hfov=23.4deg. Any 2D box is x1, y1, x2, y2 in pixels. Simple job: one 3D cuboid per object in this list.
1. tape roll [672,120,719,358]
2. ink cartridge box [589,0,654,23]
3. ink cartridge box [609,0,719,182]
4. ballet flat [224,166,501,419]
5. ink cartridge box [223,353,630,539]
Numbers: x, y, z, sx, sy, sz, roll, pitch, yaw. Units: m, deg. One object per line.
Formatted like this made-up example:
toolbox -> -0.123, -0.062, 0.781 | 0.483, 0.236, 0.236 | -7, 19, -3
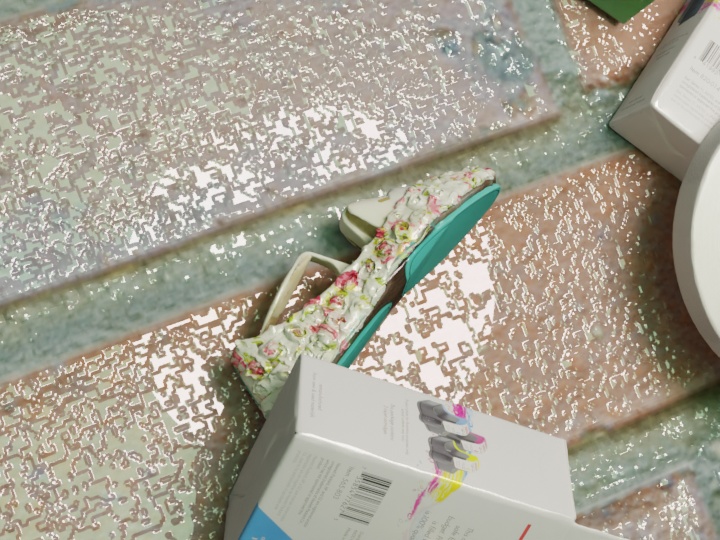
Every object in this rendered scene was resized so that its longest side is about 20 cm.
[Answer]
tape roll -> 0.284, -0.018, 1.022 | 0.202, 0.037, 0.203 | 0, 93, -9
ink cartridge box -> 0.129, -0.273, 1.063 | 0.200, 0.084, 0.145 | 34, 73, -8
ink cartridge box -> 0.260, -0.141, 1.083 | 0.117, 0.067, 0.200 | 37, 76, -8
ballet flat -> 0.000, 0.000, 0.985 | 0.064, 0.076, 0.200 | 38, 68, 10
ink cartridge box -> 0.038, 0.135, 0.942 | 0.200, 0.115, 0.068 | 19, 34, -13
